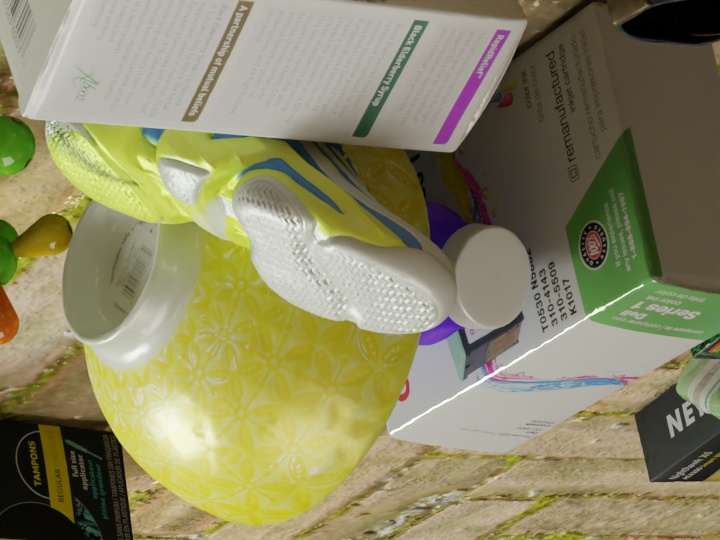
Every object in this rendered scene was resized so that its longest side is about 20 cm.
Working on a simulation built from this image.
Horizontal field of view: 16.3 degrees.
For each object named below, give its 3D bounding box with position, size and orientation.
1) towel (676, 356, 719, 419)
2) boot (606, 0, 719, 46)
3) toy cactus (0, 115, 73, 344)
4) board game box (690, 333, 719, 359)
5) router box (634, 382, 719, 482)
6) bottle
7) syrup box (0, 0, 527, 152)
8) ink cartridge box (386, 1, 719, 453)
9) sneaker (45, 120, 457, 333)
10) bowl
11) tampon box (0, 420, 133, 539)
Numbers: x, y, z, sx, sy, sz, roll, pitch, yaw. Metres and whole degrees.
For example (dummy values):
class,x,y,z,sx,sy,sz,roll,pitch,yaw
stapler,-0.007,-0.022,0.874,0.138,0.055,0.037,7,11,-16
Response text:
class,x,y,z,sx,sy,sz,roll,pitch,yaw
towel,0.231,0.017,1.340,0.149,0.031,0.200,-46,-177,-2
boot,0.156,-0.128,1.050,0.199,0.098,0.075,9,150,-39
toy cactus,-0.234,-0.017,1.163,0.164,0.103,0.199,18,153,-32
board game box,0.214,-0.042,1.267,0.023,0.106,0.200,0,154,-26
router box,0.299,0.081,1.657,0.156,0.053,0.200,1,154,-26
bottle,0.000,0.000,1.211,0.065,0.084,0.199,2,-178,-37
syrup box,-0.041,-0.107,1.014,0.199,0.079,0.082,4,135,-30
ink cartridge box,0.089,-0.015,1.222,0.084,0.146,0.200,8,151,-37
sneaker,-0.032,-0.054,1.068,0.199,0.105,0.076,26,151,16
bowl,-0.072,0.009,1.153,0.107,0.202,0.200,18,145,-36
tampon box,-0.250,0.177,1.511,0.199,0.151,0.126,8,152,-38
